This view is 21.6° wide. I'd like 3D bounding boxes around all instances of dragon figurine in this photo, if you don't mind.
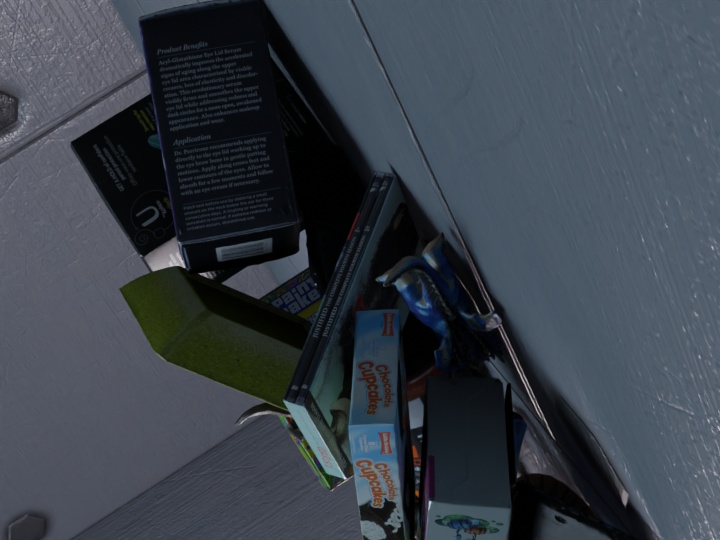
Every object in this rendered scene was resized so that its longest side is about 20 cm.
[{"bbox_3d":[0.064,0.031,1.357,0.099,0.059,0.200,55,179,7],"label":"dragon figurine"}]

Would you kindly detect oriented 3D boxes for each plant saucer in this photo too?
[{"bbox_3d":[-0.096,0.060,1.637,0.200,0.048,0.200,24,-171,-22],"label":"plant saucer"}]

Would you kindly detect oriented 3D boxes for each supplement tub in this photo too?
[{"bbox_3d":[0.073,0.139,1.678,0.200,0.107,0.107,60,174,-32],"label":"supplement tub"}]

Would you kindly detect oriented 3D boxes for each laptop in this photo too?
[{"bbox_3d":[0.157,0.215,1.416,0.200,0.103,0.177,25,129,30],"label":"laptop"}]

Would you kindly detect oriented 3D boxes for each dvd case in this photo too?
[{"bbox_3d":[0.000,0.043,1.453,0.022,0.200,0.146,14,156,20],"label":"dvd case"}]

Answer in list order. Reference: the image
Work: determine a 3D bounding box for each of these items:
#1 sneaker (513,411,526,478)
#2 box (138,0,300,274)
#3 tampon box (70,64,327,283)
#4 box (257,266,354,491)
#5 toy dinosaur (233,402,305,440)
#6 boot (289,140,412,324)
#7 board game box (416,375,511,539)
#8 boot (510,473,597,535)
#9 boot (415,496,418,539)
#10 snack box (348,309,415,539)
[{"bbox_3d":[0.114,0.216,1.594,0.078,0.090,0.200,-132,53,-78],"label":"sneaker"},{"bbox_3d":[-0.118,-0.112,1.604,0.148,0.104,0.200,101,158,-79],"label":"box"},{"bbox_3d":[-0.139,-0.091,1.766,0.150,0.200,0.126,55,175,27],"label":"tampon box"},{"bbox_3d":[-0.039,0.104,1.895,0.193,0.122,0.200,57,175,0],"label":"box"},{"bbox_3d":[-0.015,0.124,1.756,0.077,0.200,0.102,62,-163,-18],"label":"toy dinosaur"},{"bbox_3d":[0.000,0.000,1.676,0.168,0.076,0.200,75,169,-62],"label":"boot"},{"bbox_3d":[0.074,0.203,1.437,0.148,0.064,0.200,-86,-2,-55],"label":"board game box"},{"bbox_3d":[0.185,0.257,1.548,0.200,0.075,0.107,56,180,13],"label":"boot"},{"bbox_3d":[0.079,0.212,1.839,0.200,0.077,0.138,15,-147,-44],"label":"boot"},{"bbox_3d":[0.018,0.139,1.427,0.116,0.037,0.200,-87,-7,-46],"label":"snack box"}]
